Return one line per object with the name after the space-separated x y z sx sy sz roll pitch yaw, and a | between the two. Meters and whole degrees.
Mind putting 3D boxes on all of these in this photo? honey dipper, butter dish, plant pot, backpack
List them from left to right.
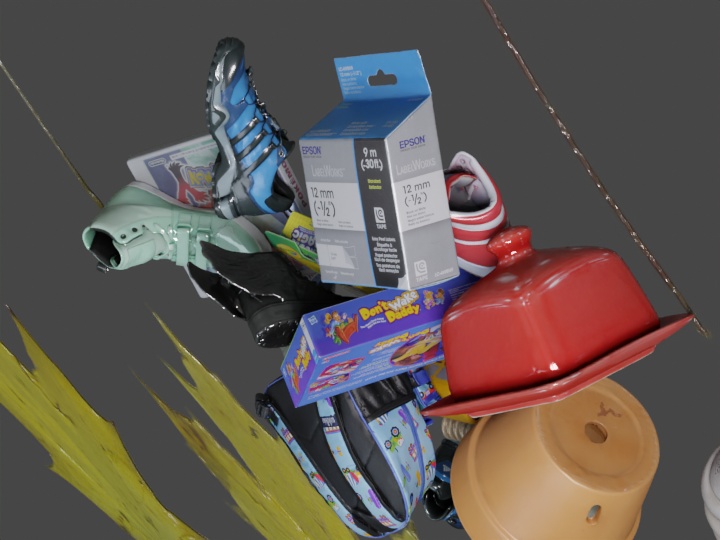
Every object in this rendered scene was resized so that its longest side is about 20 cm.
0.008 0.171 1.701 0.201 0.134 0.182 59 147 4 | backpack
0.176 0.189 1.813 0.199 0.038 0.038 9 141 44 | honey dipper
0.154 0.033 1.430 0.199 0.198 0.149 -20 91 54 | butter dish
0.204 0.193 1.601 0.199 0.200 0.140 38 140 8 | plant pot

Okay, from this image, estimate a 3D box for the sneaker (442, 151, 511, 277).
0.055 -0.067 1.509 0.198 0.072 0.113 19 152 27 | sneaker

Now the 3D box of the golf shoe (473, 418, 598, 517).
0.183 0.239 1.741 0.200 0.098 0.078 43 149 -14 | golf shoe

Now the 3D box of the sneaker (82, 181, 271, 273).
-0.200 -0.020 1.727 0.199 0.118 0.074 19 129 19 | sneaker

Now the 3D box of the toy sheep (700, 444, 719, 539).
0.368 0.202 1.427 0.137 0.138 0.200 11 147 49 | toy sheep

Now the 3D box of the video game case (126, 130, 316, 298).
-0.141 -0.065 1.753 0.199 0.023 0.183 -12 114 37 | video game case

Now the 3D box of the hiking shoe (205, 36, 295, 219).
-0.108 -0.145 1.628 0.086 0.075 0.202 0 126 3 | hiking shoe

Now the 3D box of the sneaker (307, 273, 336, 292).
-0.094 -0.022 1.816 0.108 0.070 0.201 4 129 39 | sneaker

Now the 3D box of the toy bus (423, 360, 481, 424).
0.091 0.112 1.749 0.199 0.078 0.065 9 141 51 | toy bus

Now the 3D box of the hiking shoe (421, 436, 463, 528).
0.103 0.270 1.969 0.074 0.087 0.201 30 154 23 | hiking shoe

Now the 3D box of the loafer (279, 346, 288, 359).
-0.063 0.104 1.977 0.199 0.070 0.070 38 156 7 | loafer

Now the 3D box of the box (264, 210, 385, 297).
0.000 0.000 1.638 0.117 0.049 0.199 25 178 39 | box

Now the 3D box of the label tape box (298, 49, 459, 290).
0.009 -0.089 1.442 0.143 0.066 0.202 6 110 56 | label tape box

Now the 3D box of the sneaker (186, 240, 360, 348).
-0.069 0.021 1.585 0.060 0.198 0.105 -52 55 34 | sneaker

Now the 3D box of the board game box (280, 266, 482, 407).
0.030 0.061 1.555 0.135 0.198 0.045 117 133 -62 | board game box
